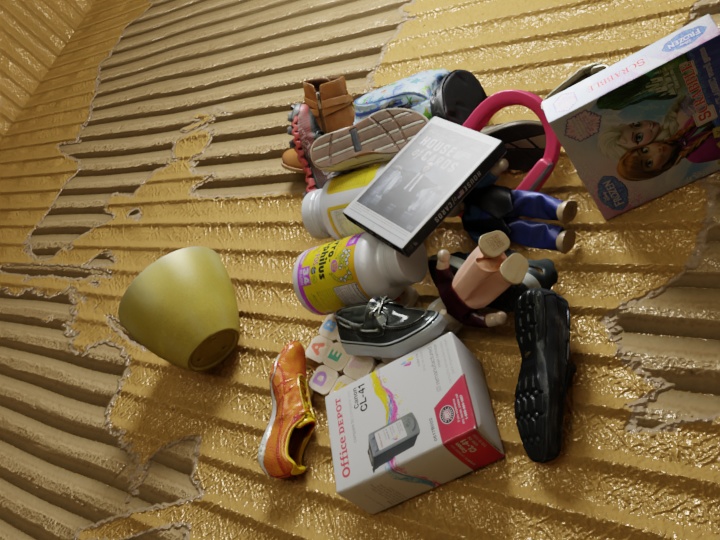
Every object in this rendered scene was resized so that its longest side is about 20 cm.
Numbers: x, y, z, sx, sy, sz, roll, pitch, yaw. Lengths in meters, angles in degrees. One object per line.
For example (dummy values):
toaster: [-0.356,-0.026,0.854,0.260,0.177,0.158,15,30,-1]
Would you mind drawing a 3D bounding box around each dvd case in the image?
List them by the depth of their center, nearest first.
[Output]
dvd case: [0.085,-0.121,1.049,0.200,0.025,0.150,-47,40,-8]

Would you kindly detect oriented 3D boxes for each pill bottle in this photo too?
pill bottle: [0.000,0.000,1.109,0.198,0.104,0.105,-15,49,41]
pill bottle: [0.006,-0.104,1.212,0.198,0.112,0.113,-8,53,36]

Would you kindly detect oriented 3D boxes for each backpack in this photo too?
backpack: [0.083,-0.252,1.247,0.199,0.154,0.163,-29,14,42]

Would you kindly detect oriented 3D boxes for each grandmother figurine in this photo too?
grandmother figurine: [0.134,0.027,0.970,0.060,0.201,0.122,-19,68,-29]

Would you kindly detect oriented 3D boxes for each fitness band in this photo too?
fitness band: [0.195,-0.158,1.078,0.144,0.037,0.201,52,123,22]

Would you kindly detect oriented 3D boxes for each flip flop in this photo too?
flip flop: [0.206,-0.188,1.145,0.198,0.081,0.058,-9,38,42]

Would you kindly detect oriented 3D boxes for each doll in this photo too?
doll: [0.193,-0.082,1.035,0.198,0.138,0.048,14,28,37]

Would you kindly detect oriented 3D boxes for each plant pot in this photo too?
plant pot: [-0.280,0.083,1.275,0.200,0.200,0.142,-44,66,3]

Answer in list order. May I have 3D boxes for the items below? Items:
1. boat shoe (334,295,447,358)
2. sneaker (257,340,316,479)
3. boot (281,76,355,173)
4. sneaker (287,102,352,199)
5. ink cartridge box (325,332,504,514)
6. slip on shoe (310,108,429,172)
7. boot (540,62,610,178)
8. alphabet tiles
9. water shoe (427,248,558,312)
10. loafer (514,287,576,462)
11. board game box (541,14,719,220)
boat shoe: [0.028,0.072,1.024,0.199,0.072,0.072,-15,19,48]
sneaker: [-0.093,0.198,1.099,0.076,0.073,0.203,-10,61,25]
boot: [-0.082,-0.261,1.369,0.198,0.157,0.077,2,32,39]
sneaker: [-0.063,-0.195,1.316,0.097,0.203,0.071,-14,7,16]
ink cartridge box: [0.062,0.191,0.950,0.198,0.086,0.149,-29,44,18]
slip on shoe: [0.020,-0.195,1.180,0.198,0.060,0.077,-16,80,22]
boot: [0.345,-0.204,0.966,0.198,0.155,0.073,-22,46,26]
alphabet tiles: [0.004,0.101,1.125,0.194,0.015,0.201,18,72,47]
water shoe: [0.176,0.009,1.026,0.078,0.072,0.199,-30,28,-29]
loafer: [0.220,0.120,0.884,0.068,0.069,0.203,143,134,-62]
board game box: [0.346,-0.170,0.905,0.198,0.200,0.042,-26,45,23]
